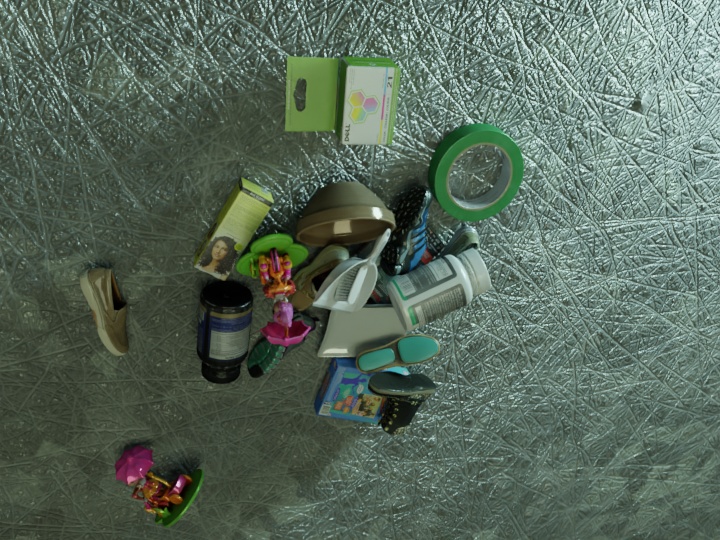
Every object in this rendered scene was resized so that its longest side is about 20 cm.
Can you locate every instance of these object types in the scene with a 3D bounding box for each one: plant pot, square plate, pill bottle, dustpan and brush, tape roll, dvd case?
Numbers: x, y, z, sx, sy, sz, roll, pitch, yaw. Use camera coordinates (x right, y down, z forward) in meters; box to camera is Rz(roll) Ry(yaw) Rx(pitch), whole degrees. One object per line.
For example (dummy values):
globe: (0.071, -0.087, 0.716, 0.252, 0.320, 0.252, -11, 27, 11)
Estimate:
plant pot: (-0.034, -0.117, 1.347, 0.198, 0.201, 0.094, -5, 79, -12)
square plate: (0.012, 0.132, 1.533, 0.197, 0.029, 0.199, 0, 142, -16)
pill bottle: (-0.289, 0.134, 1.437, 0.110, 0.112, 0.202, 2, 119, -16)
dustpan and brush: (0.000, 0.000, 1.360, 0.139, 0.057, 0.202, 16, 100, -51)
tape roll: (0.242, -0.204, 1.423, 0.197, 0.048, 0.203, -6, 120, -11)
dvd case: (0.074, -0.033, 1.474, 0.200, 0.022, 0.146, -45, 121, 0)
pill bottle: (0.164, 0.037, 1.417, 0.198, 0.113, 0.114, -24, 123, -4)

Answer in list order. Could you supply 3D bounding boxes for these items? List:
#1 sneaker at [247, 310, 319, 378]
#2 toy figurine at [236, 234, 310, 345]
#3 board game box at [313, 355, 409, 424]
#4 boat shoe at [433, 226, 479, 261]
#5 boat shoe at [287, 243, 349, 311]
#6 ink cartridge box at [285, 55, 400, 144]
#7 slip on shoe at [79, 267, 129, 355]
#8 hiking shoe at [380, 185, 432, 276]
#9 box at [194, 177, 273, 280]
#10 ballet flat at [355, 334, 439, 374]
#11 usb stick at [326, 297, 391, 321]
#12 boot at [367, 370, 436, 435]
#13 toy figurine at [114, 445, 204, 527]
sneaker: (-0.171, 0.174, 1.520, 0.087, 0.075, 0.200, 14, 128, -47)
toy figurine: (-0.154, 0.051, 1.327, 0.148, 0.186, 0.200, -12, 162, -12)
board game box: (0.005, 0.294, 1.646, 0.198, 0.045, 0.154, 14, 114, -22)
boat shoe: (0.199, -0.005, 1.508, 0.071, 0.062, 0.202, 18, 119, -15)
boat shoe: (-0.093, 0.028, 1.435, 0.073, 0.067, 0.200, 20, 128, -28)
ink cartridge box: (-0.037, -0.316, 1.268, 0.197, 0.076, 0.150, -3, 120, -15)
slip on shoe: (-0.502, 0.084, 1.377, 0.060, 0.076, 0.202, -12, 114, 0)
hiking shoe: (0.107, -0.082, 1.424, 0.086, 0.074, 0.202, 5, 114, -43)
box: (-0.256, -0.081, 1.360, 0.075, 0.050, 0.201, 25, 110, -26)
ballet flat: (0.085, 0.191, 1.571, 0.197, 0.063, 0.070, -11, 83, 1)
usb stick: (0.020, 0.080, 1.535, 0.197, 0.033, 0.056, -10, 114, -10)
boot: (0.076, 0.318, 1.595, 0.202, 0.074, 0.155, 8, 118, -42)
toy figurine: (-0.500, 0.496, 1.603, 0.184, 0.151, 0.199, 41, 128, -16)
